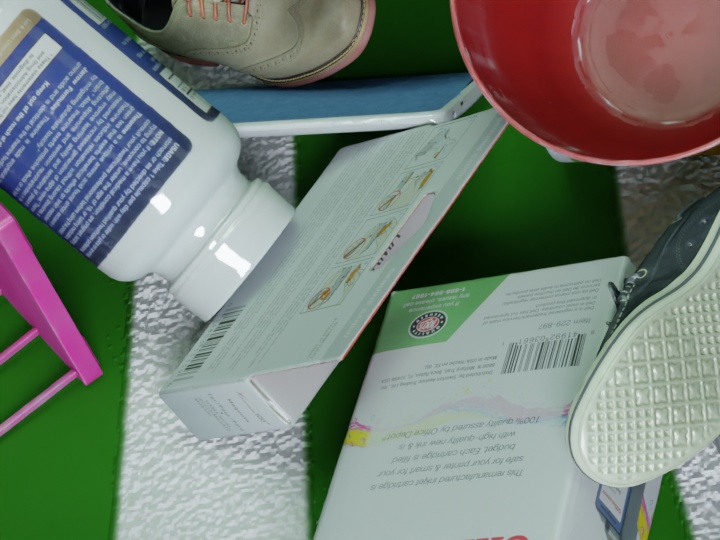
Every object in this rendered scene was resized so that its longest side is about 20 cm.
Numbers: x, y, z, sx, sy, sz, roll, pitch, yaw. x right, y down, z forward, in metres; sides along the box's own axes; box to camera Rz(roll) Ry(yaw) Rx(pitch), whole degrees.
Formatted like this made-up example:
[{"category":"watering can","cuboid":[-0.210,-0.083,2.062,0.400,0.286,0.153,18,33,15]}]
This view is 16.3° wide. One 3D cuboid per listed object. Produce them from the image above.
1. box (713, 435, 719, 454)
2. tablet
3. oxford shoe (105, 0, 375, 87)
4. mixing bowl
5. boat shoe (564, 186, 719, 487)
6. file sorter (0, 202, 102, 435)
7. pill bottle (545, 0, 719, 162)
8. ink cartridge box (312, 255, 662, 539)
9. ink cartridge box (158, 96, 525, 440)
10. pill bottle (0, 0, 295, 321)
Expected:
[{"category":"box","cuboid":[0.262,0.027,1.311,0.199,0.036,0.143,-24,46,-3]},{"category":"tablet","cuboid":[-0.031,-0.096,1.491,0.198,0.014,0.130,-3,14,16]},{"category":"oxford shoe","cuboid":[-0.077,-0.155,1.529,0.199,0.075,0.071,3,80,43]},{"category":"mixing bowl","cuboid":[0.154,-0.140,1.314,0.198,0.108,0.202,-3,77,15]},{"category":"boat shoe","cuboid":[0.155,0.028,1.211,0.062,0.075,0.200,-16,32,54]},{"category":"file sorter","cuboid":[-0.268,0.001,1.436,0.125,0.139,0.200,-37,48,-13]},{"category":"pill bottle","cuboid":[0.202,-0.121,1.413,0.198,0.111,0.112,-3,48,16]},{"category":"ink cartridge box","cuboid":[0.068,0.102,1.249,0.144,0.088,0.201,-9,43,30]},{"category":"ink cartridge box","cuboid":[0.000,0.000,1.358,0.173,0.044,0.200,-11,37,52]},{"category":"pill bottle","cuboid":[-0.138,-0.066,1.398,0.200,0.111,0.111,40,60,-5]}]
